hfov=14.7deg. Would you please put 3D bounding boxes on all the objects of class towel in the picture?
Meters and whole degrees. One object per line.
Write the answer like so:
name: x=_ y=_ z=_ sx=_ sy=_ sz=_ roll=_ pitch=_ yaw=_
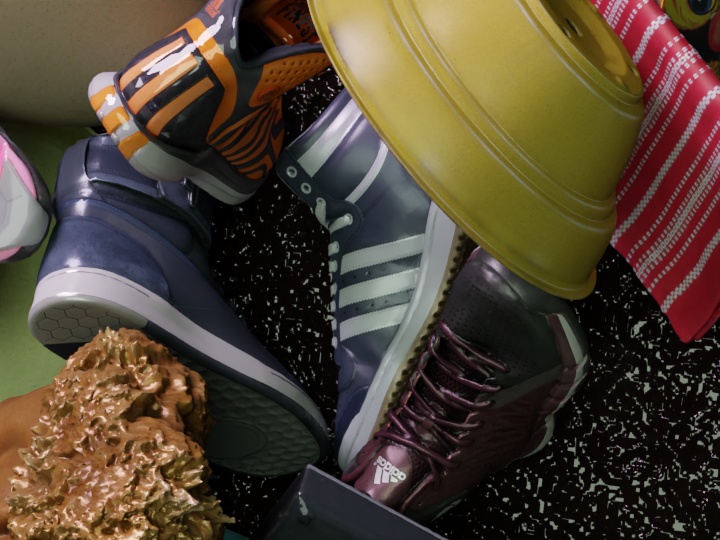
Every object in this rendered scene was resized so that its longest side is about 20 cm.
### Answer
towel: x=0.129 y=-0.072 z=1.365 sx=0.022 sy=0.145 sz=0.200 roll=-30 pitch=74 yaw=-30

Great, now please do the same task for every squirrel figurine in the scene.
squirrel figurine: x=-0.144 y=0.131 z=1.296 sx=0.141 sy=0.187 sz=0.200 roll=34 pitch=129 yaw=1

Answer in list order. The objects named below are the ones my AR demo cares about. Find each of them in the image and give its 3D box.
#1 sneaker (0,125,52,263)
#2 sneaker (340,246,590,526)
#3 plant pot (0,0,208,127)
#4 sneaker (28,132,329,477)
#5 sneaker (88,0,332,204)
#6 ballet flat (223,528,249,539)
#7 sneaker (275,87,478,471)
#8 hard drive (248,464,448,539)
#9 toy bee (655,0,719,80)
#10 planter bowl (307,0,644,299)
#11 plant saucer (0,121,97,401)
sneaker: x=-0.215 y=-0.049 z=1.409 sx=0.200 sy=0.095 sz=0.079 roll=24 pitch=90 yaw=38
sneaker: x=0.045 y=0.071 z=1.346 sx=0.115 sy=0.200 sz=0.076 roll=-40 pitch=69 yaw=-18
plant pot: x=-0.153 y=-0.150 z=1.417 sx=0.134 sy=0.200 sz=0.200 roll=39 pitch=95 yaw=-13
sneaker: x=-0.083 y=0.007 z=1.421 sx=0.077 sy=0.202 sz=0.146 roll=-23 pitch=47 yaw=28
sneaker: x=-0.047 y=-0.092 z=1.340 sx=0.112 sy=0.200 sz=0.078 roll=-35 pitch=87 yaw=12
ballet flat: x=-0.048 y=0.176 z=1.441 sx=0.200 sy=0.067 sz=0.064 roll=9 pitch=120 yaw=13
sneaker: x=0.000 y=0.000 z=1.434 sx=0.108 sy=0.070 sz=0.200 roll=23 pitch=99 yaw=19
hard drive: x=0.025 y=0.191 z=1.377 sx=0.200 sy=0.033 sz=0.140 roll=29 pitch=128 yaw=-9
toy bee: x=0.157 y=-0.110 z=1.388 sx=0.131 sy=0.109 sz=0.200 roll=-24 pitch=71 yaw=53
planter bowl: x=0.072 y=-0.090 z=1.293 sx=0.083 sy=0.200 sz=0.200 roll=-40 pitch=82 yaw=18
plant saucer: x=-0.202 y=0.003 z=1.488 sx=0.200 sy=0.031 sz=0.200 roll=0 pitch=89 yaw=11
